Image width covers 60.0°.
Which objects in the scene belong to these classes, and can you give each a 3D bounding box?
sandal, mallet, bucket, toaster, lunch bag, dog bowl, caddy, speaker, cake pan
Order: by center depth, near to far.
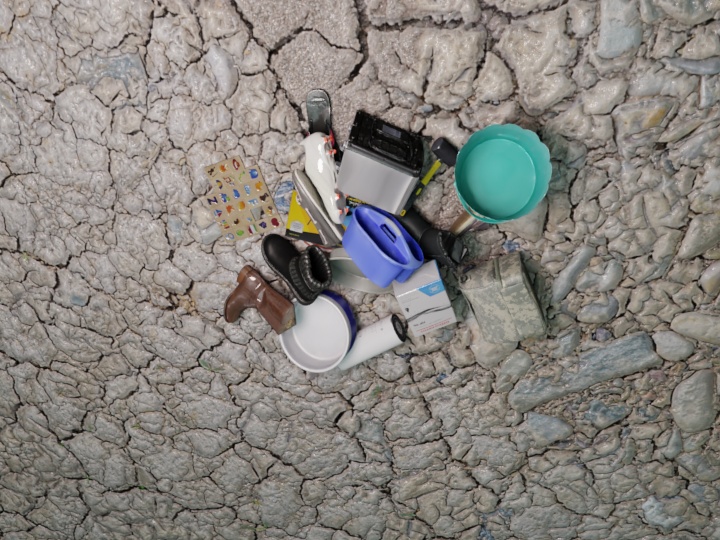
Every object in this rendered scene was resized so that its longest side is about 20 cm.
[{"bbox_3d":[0.297,-0.201,1.328,0.200,0.135,0.215,0,92,9],"label":"bucket"},{"bbox_3d":[0.048,-0.237,1.350,0.195,0.183,0.120,21,127,-7],"label":"toaster"},{"bbox_3d":[0.052,-0.061,1.374,0.201,0.139,0.106,50,125,23],"label":"caddy"},{"bbox_3d":[0.138,-0.207,1.396,0.200,0.041,0.066,-47,116,2],"label":"mallet"},{"bbox_3d":[-0.089,-0.301,1.403,0.073,0.045,0.205,-4,120,8],"label":"sandal"},{"bbox_3d":[0.000,0.000,1.521,0.194,0.038,0.201,14,159,5],"label":"cake pan"},{"bbox_3d":[0.343,0.072,1.523,0.164,0.141,0.203,-21,116,17],"label":"lunch bag"},{"bbox_3d":[-0.110,0.154,1.618,0.194,0.079,0.207,3,101,17],"label":"dog bowl"},{"bbox_3d":[0.020,0.192,1.666,0.196,0.082,0.082,-28,115,20],"label":"speaker"}]

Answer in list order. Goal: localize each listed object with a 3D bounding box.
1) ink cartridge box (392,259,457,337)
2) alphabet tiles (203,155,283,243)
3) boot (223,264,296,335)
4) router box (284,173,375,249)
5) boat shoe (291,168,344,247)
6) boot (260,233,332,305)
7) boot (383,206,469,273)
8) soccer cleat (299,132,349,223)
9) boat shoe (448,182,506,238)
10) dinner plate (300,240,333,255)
[{"bbox_3d":[0.159,0.082,1.483,0.113,0.069,0.202,-21,134,9],"label":"ink cartridge box"},{"bbox_3d":[-0.298,-0.174,1.526,0.162,0.008,0.204,-14,118,15],"label":"alphabet tiles"},{"bbox_3d":[-0.257,0.115,1.607,0.199,0.064,0.190,38,122,21],"label":"boot"},{"bbox_3d":[-0.070,-0.133,1.470,0.194,0.052,0.153,13,121,-4],"label":"router box"},{"bbox_3d":[-0.106,-0.132,1.403,0.056,0.068,0.202,-28,118,16],"label":"boat shoe"},{"bbox_3d":[-0.152,-0.026,1.492,0.212,0.079,0.158,49,154,5],"label":"boot"},{"bbox_3d":[0.154,-0.082,1.435,0.074,0.162,0.198,-48,114,-9],"label":"boot"},{"bbox_3d":[-0.079,-0.202,1.383,0.076,0.069,0.206,-11,97,25],"label":"soccer cleat"},{"bbox_3d":[0.280,-0.123,1.455,0.064,0.072,0.200,40,111,-12],"label":"boat shoe"},{"bbox_3d":[-0.073,-0.130,1.517,0.193,0.024,0.205,3,122,5],"label":"dinner plate"}]
